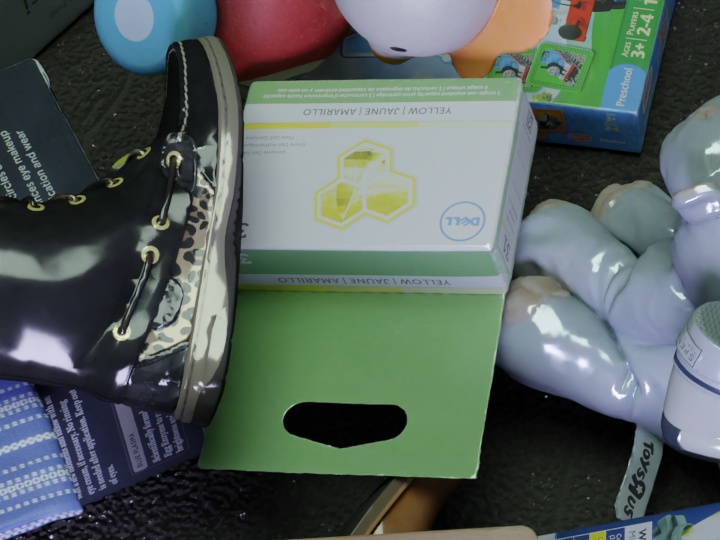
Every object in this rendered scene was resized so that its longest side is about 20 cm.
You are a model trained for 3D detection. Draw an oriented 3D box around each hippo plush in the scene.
[{"bbox_3d":[0.150,0.000,1.367,0.158,0.161,0.201,11,50,-6],"label":"hippo plush"}]

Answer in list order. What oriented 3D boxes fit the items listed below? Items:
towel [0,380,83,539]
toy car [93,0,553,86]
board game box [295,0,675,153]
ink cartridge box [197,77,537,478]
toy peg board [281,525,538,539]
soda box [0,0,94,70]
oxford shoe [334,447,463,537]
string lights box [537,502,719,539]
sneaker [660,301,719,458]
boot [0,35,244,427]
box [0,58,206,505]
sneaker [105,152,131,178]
[{"bbox_3d":[-0.227,0.061,1.343,0.144,0.024,0.201,-20,54,-10],"label":"towel"},{"bbox_3d":[0.005,-0.149,1.452,0.200,0.178,0.184,32,28,25],"label":"toy car"},{"bbox_3d":[0.071,-0.142,1.595,0.199,0.037,0.152,6,53,14],"label":"board game box"},{"bbox_3d":[0.000,0.000,1.389,0.145,0.048,0.201,1,56,18],"label":"ink cartridge box"},{"bbox_3d":[-0.020,0.219,1.230,0.199,0.098,0.200,-1,78,-29],"label":"toy peg board"},{"bbox_3d":[-0.173,-0.196,1.654,0.064,0.068,0.200,31,62,29],"label":"soda box"},{"bbox_3d":[0.005,0.161,1.356,0.071,0.071,0.200,33,60,0],"label":"oxford shoe"},{"bbox_3d":[0.164,0.161,1.289,0.199,0.059,0.103,-13,48,22],"label":"string lights box"},{"bbox_3d":[0.231,0.069,1.304,0.199,0.071,0.073,16,34,-5],"label":"sneaker"},{"bbox_3d":[-0.133,-0.026,1.347,0.150,0.073,0.201,5,66,-8],"label":"boot"},{"bbox_3d":[-0.208,0.028,1.448,0.199,0.118,0.197,-23,53,-11],"label":"box"},{"bbox_3d":[-0.034,-0.040,1.513,0.199,0.078,0.091,8,45,7],"label":"sneaker"}]
